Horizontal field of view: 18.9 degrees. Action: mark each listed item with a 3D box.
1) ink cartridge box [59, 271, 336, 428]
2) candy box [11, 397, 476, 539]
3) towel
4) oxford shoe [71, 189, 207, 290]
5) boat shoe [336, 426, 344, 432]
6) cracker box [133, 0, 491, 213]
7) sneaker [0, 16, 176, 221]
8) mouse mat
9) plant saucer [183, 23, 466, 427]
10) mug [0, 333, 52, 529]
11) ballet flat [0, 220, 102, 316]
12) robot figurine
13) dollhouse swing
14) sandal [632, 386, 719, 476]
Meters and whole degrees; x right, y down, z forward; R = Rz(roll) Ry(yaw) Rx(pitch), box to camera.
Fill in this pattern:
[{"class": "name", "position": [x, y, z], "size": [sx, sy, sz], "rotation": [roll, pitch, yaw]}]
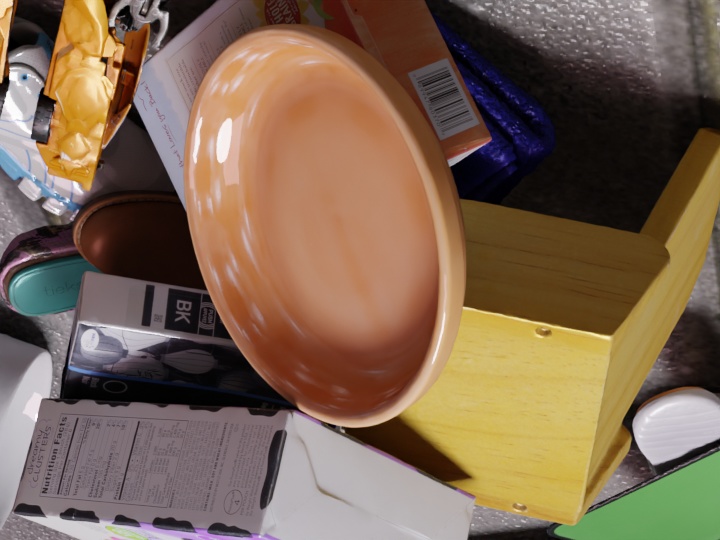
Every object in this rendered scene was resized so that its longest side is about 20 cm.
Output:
[{"class": "ink cartridge box", "position": [-0.067, 0.055, 1.227], "size": [0.198, 0.040, 0.100], "rotation": [8, 145, -9]}, {"class": "candy box", "position": [-0.065, 0.131, 1.206], "size": [0.199, 0.072, 0.167], "rotation": [-1, 159, 42]}, {"class": "towel", "position": [0.005, -0.062, 1.207], "size": [0.147, 0.050, 0.200], "rotation": [39, 140, -4]}, {"class": "oxford shoe", "position": [-0.076, 0.012, 1.267], "size": [0.199, 0.072, 0.072], "rotation": [22, 119, -16]}, {"class": "boat shoe", "position": [0.006, 0.115, 1.421], "size": [0.071, 0.068, 0.200], "rotation": [20, 163, -17]}, {"class": "cracker box", "position": [-0.033, -0.086, 1.142], "size": [0.200, 0.057, 0.135], "rotation": [-29, 86, 51]}, {"class": "sneaker", "position": [-0.184, -0.097, 1.248], "size": [0.199, 0.075, 0.087], "rotation": [27, 139, -19]}, {"class": "mouse mat", "position": [0.239, 0.145, 1.414], "size": [0.199, 0.008, 0.160], "rotation": [-31, 149, 29]}, {"class": "plant saucer", "position": [-0.014, -0.024, 1.067], "size": [0.199, 0.037, 0.202], "rotation": [23, 122, 43]}, {"class": "mug", "position": [-0.322, 0.100, 1.543], "size": [0.174, 0.149, 0.200], "rotation": [18, 178, 4]}, {"class": "ballet flat", "position": [-0.125, -0.016, 1.327], "size": [0.198, 0.072, 0.070], "rotation": [-7, 132, -1]}, {"class": "robot figurine", "position": [-0.170, -0.142, 1.144], "size": [0.144, 0.058, 0.201], "rotation": [14, 127, -7]}, {"class": "dollhouse swing", "position": [0.098, 0.011, 1.203], "size": [0.180, 0.177, 0.201], "rotation": [12, 147, 8]}, {"class": "sandal", "position": [0.216, 0.098, 1.388], "size": [0.078, 0.060, 0.207], "rotation": [-19, 152, 10]}]
